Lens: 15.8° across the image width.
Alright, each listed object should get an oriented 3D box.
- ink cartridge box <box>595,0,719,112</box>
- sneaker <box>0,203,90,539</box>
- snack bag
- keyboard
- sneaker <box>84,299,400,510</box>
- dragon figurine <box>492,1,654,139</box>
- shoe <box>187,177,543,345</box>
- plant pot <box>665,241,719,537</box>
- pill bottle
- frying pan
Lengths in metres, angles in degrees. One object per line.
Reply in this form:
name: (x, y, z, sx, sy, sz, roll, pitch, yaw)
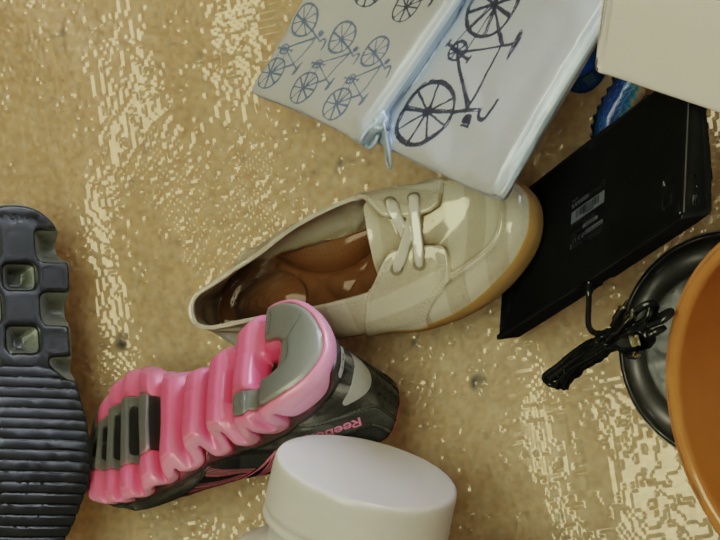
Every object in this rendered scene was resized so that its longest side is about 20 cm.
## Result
ink cartridge box: (0.213, -0.138, 1.167, 0.145, 0.200, 0.085, 21, 123, 21)
sneaker: (-0.191, 0.073, 1.378, 0.088, 0.074, 0.200, 147, 128, -59)
snack bag: (0.051, -0.137, 1.274, 0.200, 0.021, 0.189, 30, 88, 46)
keyboard: (0.113, -0.005, 1.216, 0.021, 0.200, 0.127, 12, 69, -18)
sneaker: (-0.061, 0.084, 1.330, 0.200, 0.095, 0.079, -23, 52, 41)
dragon figurine: (0.106, -0.125, 1.287, 0.200, 0.059, 0.099, 46, 102, 16)
shoe: (0.000, 0.000, 1.301, 0.200, 0.053, 0.070, -20, 71, 31)
plant pot: (0.255, 0.050, 1.149, 0.200, 0.140, 0.200, 21, 122, 39)
pill bottle: (-0.019, 0.189, 1.261, 0.120, 0.120, 0.200, 19, 107, 21)
frying pan: (0.213, 0.031, 1.254, 0.190, 0.031, 0.115, -11, 84, 23)
